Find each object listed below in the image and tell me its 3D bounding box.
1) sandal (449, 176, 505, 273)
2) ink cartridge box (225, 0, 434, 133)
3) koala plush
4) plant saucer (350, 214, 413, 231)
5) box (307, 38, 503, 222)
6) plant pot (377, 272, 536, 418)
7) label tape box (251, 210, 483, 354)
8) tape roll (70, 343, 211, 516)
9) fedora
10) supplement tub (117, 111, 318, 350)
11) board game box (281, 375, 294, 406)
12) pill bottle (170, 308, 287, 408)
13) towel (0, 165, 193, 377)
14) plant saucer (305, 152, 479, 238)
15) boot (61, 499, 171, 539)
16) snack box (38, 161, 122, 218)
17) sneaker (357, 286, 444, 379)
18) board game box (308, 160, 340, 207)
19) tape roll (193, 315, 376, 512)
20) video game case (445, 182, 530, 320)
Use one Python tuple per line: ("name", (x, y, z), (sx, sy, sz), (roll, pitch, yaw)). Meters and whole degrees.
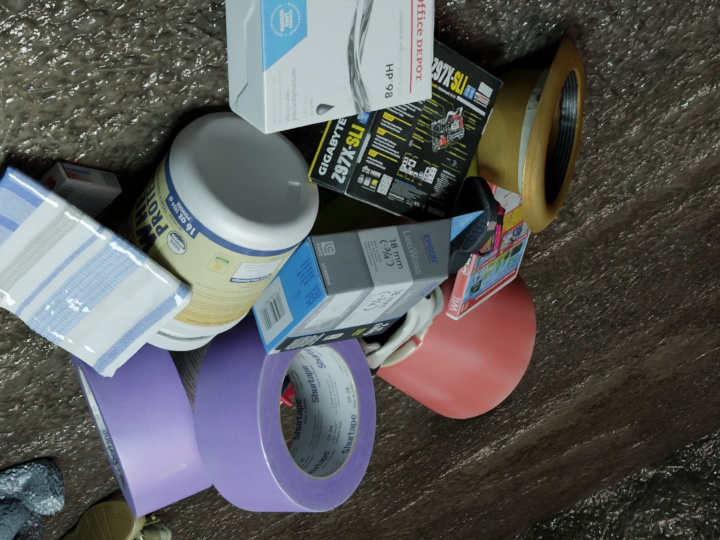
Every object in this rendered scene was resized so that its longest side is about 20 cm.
("sandal", (0.118, -0.045, 1.547), (0.045, 0.076, 0.200), (2, 167, -7))
("ink cartridge box", (-0.006, -0.193, 1.234), (0.199, 0.067, 0.117), (-15, 120, -27))
("koala plush", (-0.429, 0.363, 1.822), (0.183, 0.201, 0.178), (-12, 153, -32))
("plant saucer", (0.000, 0.000, 1.578), (0.199, 0.032, 0.200), (-26, 166, -7))
("box", (0.046, -0.132, 1.407), (0.200, 0.049, 0.161), (15, 95, -59))
("plant pot", (0.081, 0.062, 1.793), (0.200, 0.201, 0.177), (-38, 146, 24))
("label tape box", (0.015, 0.012, 1.447), (0.199, 0.064, 0.144), (-9, 161, -31))
("tape roll", (-0.229, 0.145, 1.567), (0.084, 0.201, 0.200), (-22, 157, -15))
("fedora", (0.167, -0.140, 1.521), (0.081, 0.202, 0.201), (10, 167, 20))
("supplement tub", (-0.140, -0.031, 1.388), (0.144, 0.145, 0.200), (-7, 150, -39))
("board game box", (-0.099, 0.138, 1.759), (0.158, 0.039, 0.200), (-48, -163, 10))
("pill bottle", (-0.151, 0.102, 1.694), (0.200, 0.114, 0.113), (-42, 153, 29))
("towel", (-0.261, 0.006, 1.328), (0.200, 0.024, 0.147), (36, 127, -21))
("plant saucer", (0.038, -0.057, 1.608), (0.199, 0.048, 0.199), (-35, 164, 28))
("boot", (-0.321, 0.369, 2.118), (0.155, 0.073, 0.200), (-1, 147, -46))
("snack box", (-0.305, -0.025, 1.371), (0.200, 0.024, 0.072), (-39, 155, 25))
("sneaker", (-0.001, 0.081, 1.671), (0.200, 0.074, 0.088), (-47, 166, 22))
("board game box", (0.026, -0.117, 1.548), (0.199, 0.030, 0.096), (-25, 158, -1))
("tape roll", (-0.073, 0.143, 1.533), (0.084, 0.202, 0.199), (-5, 172, 35))
("video game case", (0.159, -0.055, 1.680), (0.143, 0.017, 0.201), (-32, 143, -50))
